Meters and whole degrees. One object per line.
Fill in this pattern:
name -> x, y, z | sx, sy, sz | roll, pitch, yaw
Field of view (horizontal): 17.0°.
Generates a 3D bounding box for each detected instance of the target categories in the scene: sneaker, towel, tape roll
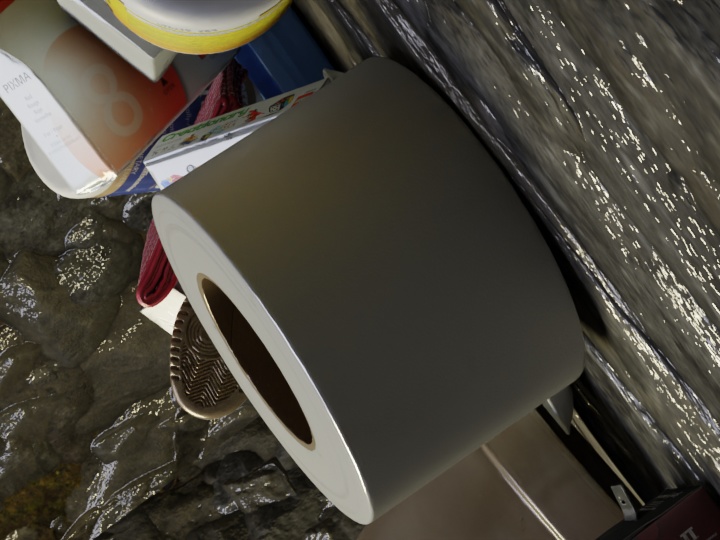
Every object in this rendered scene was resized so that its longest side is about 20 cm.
sneaker -> -0.072, -0.002, 1.573 | 0.071, 0.201, 0.112 | 17, 180, 0
towel -> -0.109, -0.061, 1.584 | 0.022, 0.145, 0.200 | 24, -169, -8
tape roll -> 0.002, 0.010, 1.244 | 0.203, 0.139, 0.203 | 52, 166, 19

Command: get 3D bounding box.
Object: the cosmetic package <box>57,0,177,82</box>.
cosmetic package -> -0.116, -0.179, 1.388 | 0.081, 0.113, 0.200 | 38, 180, -5

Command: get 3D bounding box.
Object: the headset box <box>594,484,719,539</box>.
headset box -> 0.192, 0.200, 1.296 | 0.200, 0.075, 0.149 | 54, 177, 6

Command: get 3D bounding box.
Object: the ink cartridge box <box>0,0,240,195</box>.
ink cartridge box -> -0.180, -0.172, 1.507 | 0.050, 0.162, 0.200 | -20, 112, 42

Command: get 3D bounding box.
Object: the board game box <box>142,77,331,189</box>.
board game box -> -0.023, -0.008, 1.408 | 0.200, 0.126, 0.035 | 58, -143, -23

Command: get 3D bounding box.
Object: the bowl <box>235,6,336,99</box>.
bowl -> -0.056, -0.146, 1.622 | 0.201, 0.039, 0.201 | 54, 176, 5

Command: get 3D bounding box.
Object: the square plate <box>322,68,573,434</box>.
square plate -> 0.060, -0.013, 1.423 | 0.198, 0.028, 0.200 | 52, 176, 26

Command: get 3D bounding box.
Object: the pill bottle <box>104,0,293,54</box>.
pill bottle -> -0.075, -0.159, 1.120 | 0.109, 0.109, 0.200 | 54, 177, -3

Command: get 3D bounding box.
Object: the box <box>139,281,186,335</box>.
box -> -0.038, 0.018, 1.666 | 0.200, 0.159, 0.048 | 38, 140, -17

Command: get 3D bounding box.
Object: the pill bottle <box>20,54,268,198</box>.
pill bottle -> -0.136, -0.114, 1.738 | 0.199, 0.111, 0.111 | -9, -129, -44

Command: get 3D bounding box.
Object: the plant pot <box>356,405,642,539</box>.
plant pot -> 0.086, 0.179, 1.517 | 0.200, 0.173, 0.200 | 47, -175, -5
